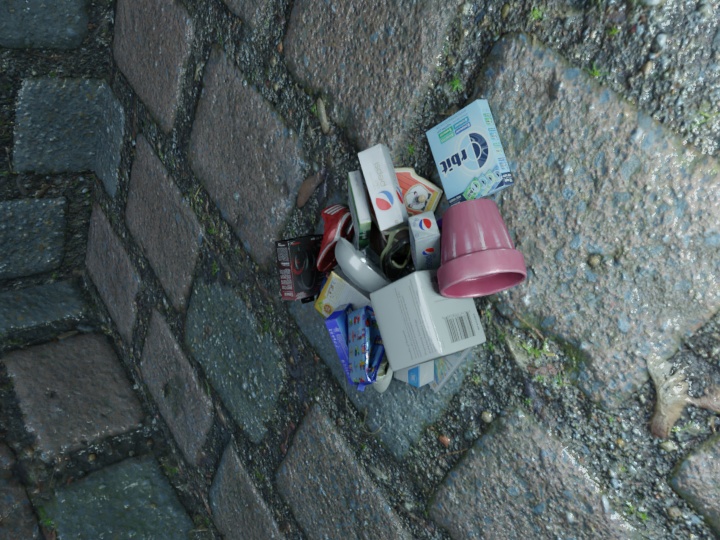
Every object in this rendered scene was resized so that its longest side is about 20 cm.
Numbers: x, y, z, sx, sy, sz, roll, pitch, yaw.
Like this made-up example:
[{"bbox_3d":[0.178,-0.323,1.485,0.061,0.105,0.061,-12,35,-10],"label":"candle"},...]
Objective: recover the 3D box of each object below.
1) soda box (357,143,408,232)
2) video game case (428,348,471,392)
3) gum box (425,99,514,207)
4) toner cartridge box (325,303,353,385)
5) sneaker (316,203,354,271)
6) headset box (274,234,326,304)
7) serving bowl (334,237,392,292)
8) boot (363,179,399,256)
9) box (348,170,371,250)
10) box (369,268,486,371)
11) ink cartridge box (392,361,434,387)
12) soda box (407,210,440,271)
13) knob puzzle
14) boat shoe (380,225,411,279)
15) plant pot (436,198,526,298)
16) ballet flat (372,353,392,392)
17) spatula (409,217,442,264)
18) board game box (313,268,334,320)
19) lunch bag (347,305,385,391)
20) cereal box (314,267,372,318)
[{"bbox_3d":[0.059,-0.203,1.486,0.067,0.063,0.206,-18,85,21],"label":"soda box"},{"bbox_3d":[0.195,0.194,1.600,0.183,0.022,0.202,51,132,26],"label":"video game case"},{"bbox_3d":[0.251,-0.265,1.400,0.168,0.044,0.206,-22,84,48],"label":"gum box"},{"bbox_3d":[-0.028,0.206,1.679,0.042,0.095,0.205,-12,108,32],"label":"toner cartridge box"},{"bbox_3d":[-0.087,-0.105,1.794,0.202,0.077,0.116,-56,47,14],"label":"sneaker"},{"bbox_3d":[-0.178,-0.001,1.870,0.074,0.146,0.207,1,100,47],"label":"headset box"},{"bbox_3d":[0.000,0.000,1.631,0.066,0.199,0.200,-48,59,5],"label":"serving bowl"},{"bbox_3d":[0.076,-0.143,1.617,0.184,0.063,0.206,-1,100,54],"label":"boot"},{"bbox_3d":[-0.003,-0.157,1.616,0.201,0.035,0.148,90,168,-73],"label":"box"},{"bbox_3d":[0.163,0.114,1.455,0.170,0.196,0.205,-27,76,42],"label":"box"},{"bbox_3d":[0.107,0.229,1.641,0.197,0.067,0.120,13,109,47],"label":"ink cartridge box"},{"bbox_3d":[0.157,-0.058,1.457,0.201,0.062,0.070,74,180,-61],"label":"soda box"},{"bbox_3d":[0.092,-0.172,1.543,0.213,0.031,0.225,10,120,17],"label":"knob puzzle"},{"bbox_3d":[0.096,-0.034,1.576,0.203,0.070,0.067,103,159,-50],"label":"boat shoe"},{"bbox_3d":[0.261,-0.052,1.352,0.198,0.196,0.184,-26,66,47],"label":"plant pot"},{"bbox_3d":[0.058,0.252,1.603,0.069,0.068,0.203,44,130,30],"label":"ballet flat"},{"bbox_3d":[0.173,-0.076,1.543,0.020,0.057,0.201,31,136,0],"label":"spatula"},{"bbox_3d":[-0.039,0.093,1.806,0.200,0.061,0.203,47,130,30],"label":"board game box"},{"bbox_3d":[0.012,0.210,1.564,0.150,0.092,0.206,148,134,-68],"label":"lunch bag"},{"bbox_3d":[-0.025,0.107,1.715,0.198,0.039,0.146,37,123,9],"label":"cereal box"}]
